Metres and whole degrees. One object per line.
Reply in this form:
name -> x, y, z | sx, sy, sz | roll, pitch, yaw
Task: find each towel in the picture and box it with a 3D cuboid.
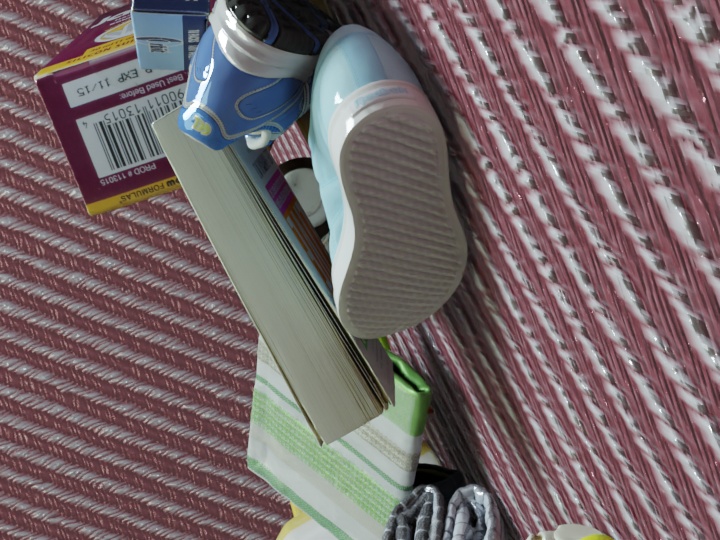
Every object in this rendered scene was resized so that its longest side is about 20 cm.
towel -> -0.015, 0.109, 1.215 | 0.149, 0.031, 0.201 | 36, 140, 24
towel -> 0.055, 0.265, 1.148 | 0.201, 0.085, 0.166 | -74, -24, -47

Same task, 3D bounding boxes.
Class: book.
book -> -0.047, -0.012, 1.002 | 0.201, 0.048, 0.134 | 60, -171, -8

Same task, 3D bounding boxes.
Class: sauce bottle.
sauce bottle -> -0.039, -0.047, 1.216 | 0.200, 0.064, 0.065 | -136, 24, -86

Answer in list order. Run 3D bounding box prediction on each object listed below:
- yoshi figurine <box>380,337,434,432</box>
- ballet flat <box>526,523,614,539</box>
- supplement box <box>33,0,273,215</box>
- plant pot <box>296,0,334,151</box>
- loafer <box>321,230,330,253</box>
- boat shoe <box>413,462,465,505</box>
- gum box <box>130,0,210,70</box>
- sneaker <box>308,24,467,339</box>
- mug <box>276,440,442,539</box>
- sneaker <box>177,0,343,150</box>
yoshi figurine -> -0.013, 0.086, 1.337 | 0.200, 0.111, 0.113 | 131, 122, -79
ballet flat -> 0.104, 0.165, 0.889 | 0.200, 0.066, 0.068 | 114, 155, -77
supplement box -> -0.126, -0.129, 1.197 | 0.200, 0.130, 0.104 | -80, -29, -71
plant pot -> -0.040, -0.145, 1.120 | 0.200, 0.027, 0.201 | 158, 90, -83
loafer -> 0.000, 0.000, 1.114 | 0.200, 0.063, 0.072 | 168, 79, -83
boat shoe -> 0.017, 0.162, 1.302 | 0.200, 0.075, 0.062 | 12, 119, 59
gum box -> -0.103, -0.225, 0.965 | 0.170, 0.044, 0.201 | 157, 114, -83
sneaker -> 0.011, -0.046, 0.893 | 0.201, 0.073, 0.082 | 91, 164, -53
mug -> 0.008, 0.233, 1.431 | 0.187, 0.152, 0.150 | -135, 23, -74
sneaker -> -0.054, -0.112, 0.922 | 0.076, 0.077, 0.200 | 35, -167, 4
